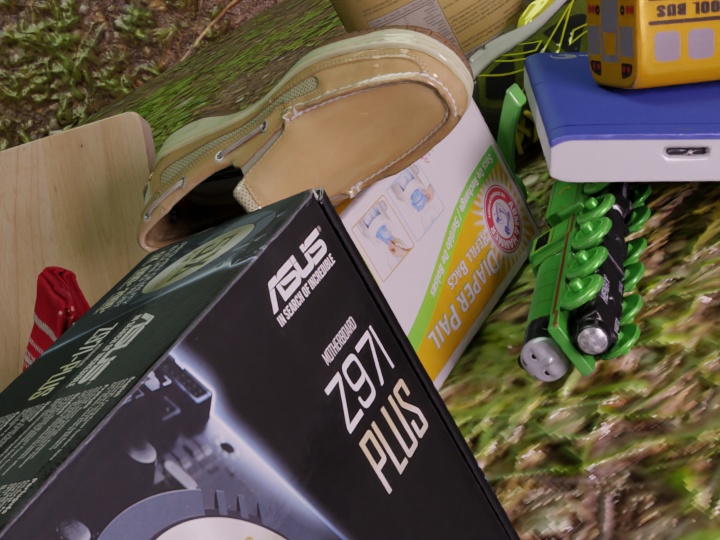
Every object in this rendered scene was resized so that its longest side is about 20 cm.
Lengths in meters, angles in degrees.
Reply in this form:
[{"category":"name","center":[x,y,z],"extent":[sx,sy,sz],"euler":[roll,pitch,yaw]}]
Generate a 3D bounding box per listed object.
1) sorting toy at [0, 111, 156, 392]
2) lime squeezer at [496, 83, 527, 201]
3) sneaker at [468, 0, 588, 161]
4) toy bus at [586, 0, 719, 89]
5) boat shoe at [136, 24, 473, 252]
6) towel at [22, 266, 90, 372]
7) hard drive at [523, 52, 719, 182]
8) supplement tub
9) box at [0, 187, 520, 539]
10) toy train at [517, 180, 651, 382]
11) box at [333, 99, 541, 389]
[{"category":"sorting toy","center":[-0.198,0.030,0.808],"extent":[0.197,0.202,0.070],"euler":[-15,-15,12]},{"category":"lime squeezer","center":[0.060,-0.050,0.798],"extent":[0.038,0.070,0.200],"euler":[-58,15,-23]},{"category":"sneaker","center":[0.125,-0.126,0.887],"extent":[0.084,0.075,0.200],"euler":[27,70,32]},{"category":"toy bus","center":[0.227,-0.149,0.707],"extent":[0.198,0.079,0.065],"euler":[-8,12,-14]},{"category":"boat shoe","center":[-0.032,-0.048,0.617],"extent":[0.199,0.072,0.076],"euler":[-23,32,41]},{"category":"towel","center":[-0.160,0.102,0.596],"extent":[0.145,0.022,0.202],"euler":[-152,78,-70]},{"category":"hard drive","center":[0.162,-0.089,0.714],"extent":[0.131,0.026,0.200],"euler":[0,21,3]},{"category":"supplement tub","center":[0.061,-0.201,0.988],"extent":[0.145,0.201,0.146],"euler":[-26,17,9]},{"category":"box","center":[-0.045,0.099,0.387],"extent":[0.086,0.165,0.200],"euler":[-18,20,35]},{"category":"toy train","center":[0.111,-0.007,0.642],"extent":[0.056,0.042,0.200],"euler":[-33,15,27]},{"category":"box","center":[0.000,0.000,0.693],"extent":[0.112,0.102,0.200],"euler":[-16,22,38]}]
